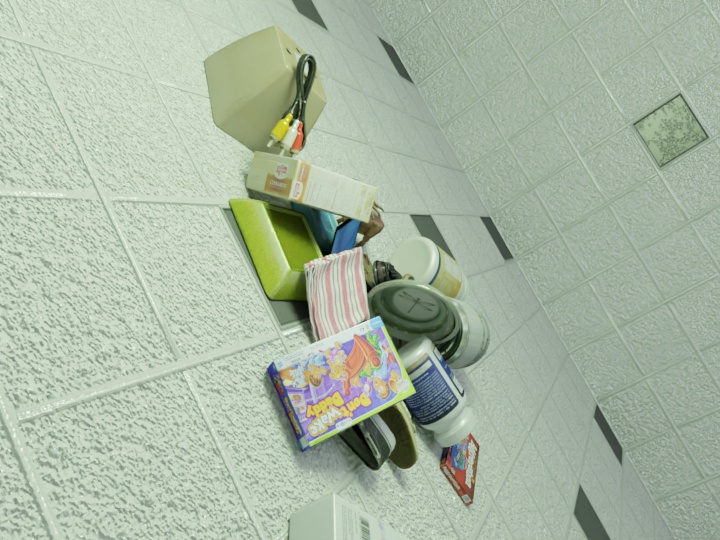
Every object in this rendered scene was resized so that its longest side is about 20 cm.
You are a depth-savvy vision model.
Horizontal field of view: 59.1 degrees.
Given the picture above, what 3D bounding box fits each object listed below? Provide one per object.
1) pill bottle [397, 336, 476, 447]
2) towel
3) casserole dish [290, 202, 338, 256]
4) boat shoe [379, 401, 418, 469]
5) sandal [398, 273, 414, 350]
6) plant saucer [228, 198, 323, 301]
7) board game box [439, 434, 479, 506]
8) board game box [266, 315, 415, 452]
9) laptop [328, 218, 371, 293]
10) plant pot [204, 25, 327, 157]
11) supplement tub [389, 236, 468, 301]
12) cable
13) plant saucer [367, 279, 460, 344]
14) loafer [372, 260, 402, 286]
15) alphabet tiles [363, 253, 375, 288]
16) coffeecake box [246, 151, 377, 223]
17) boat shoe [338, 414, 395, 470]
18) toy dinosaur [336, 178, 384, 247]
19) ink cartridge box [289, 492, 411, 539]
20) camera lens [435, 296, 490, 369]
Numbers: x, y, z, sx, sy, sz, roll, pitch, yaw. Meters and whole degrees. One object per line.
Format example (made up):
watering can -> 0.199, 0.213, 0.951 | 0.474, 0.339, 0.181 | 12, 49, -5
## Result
pill bottle -> 0.145, 0.247, 1.292 | 0.202, 0.115, 0.116 | 56, 23, -5
towel -> -0.036, 0.043, 1.179 | 0.199, 0.029, 0.150 | -21, 106, -59
casserole dish -> -0.092, -0.113, 1.359 | 0.120, 0.038, 0.204 | 15, 49, -59
boat shoe -> 0.055, 0.257, 1.153 | 0.063, 0.073, 0.203 | 6, 49, -56
sandal -> 0.115, 0.110, 1.385 | 0.080, 0.053, 0.206 | 8, 80, -65
plant saucer -> -0.132, -0.044, 1.173 | 0.199, 0.047, 0.203 | 8, 54, -62
board game box -> 0.218, 0.401, 1.374 | 0.104, 0.019, 0.200 | 56, 22, -9
board game box -> -0.028, 0.170, 0.980 | 0.197, 0.045, 0.137 | -20, 76, -30
laptop -> 0.000, 0.000, 1.311 | 0.202, 0.102, 0.177 | 56, 26, -4
plant pot -> -0.184, -0.375, 1.317 | 0.199, 0.175, 0.203 | 29, 36, -48
supplement tub -> 0.178, 0.017, 1.616 | 0.199, 0.143, 0.147 | 33, 32, -46
cable -> -0.113, -0.309, 1.227 | 0.050, 0.204, 0.096 | 25, 0, 40
plant saucer -> 0.109, 0.073, 1.285 | 0.200, 0.198, 0.051 | 45, 47, -28
loafer -> 0.072, 0.018, 1.406 | 0.200, 0.061, 0.074 | 47, 35, -72
alphabet tiles -> 0.037, 0.051, 1.458 | 0.203, 0.007, 0.166 | 62, 23, 10
coffeecake box -> -0.092, -0.158, 1.211 | 0.197, 0.075, 0.152 | 13, 6, -43
boat shoe -> -0.023, 0.230, 1.018 | 0.201, 0.071, 0.064 | 48, 41, -1
toy dinosaur -> 0.012, -0.116, 1.448 | 0.199, 0.134, 0.087 | 25, 38, -55
ink cartridge box -> 0.000, 0.407, 0.826 | 0.200, 0.083, 0.147 | 43, 27, -33
camera lens -> 0.205, 0.147, 1.486 | 0.199, 0.158, 0.163 | 17, 45, -58
